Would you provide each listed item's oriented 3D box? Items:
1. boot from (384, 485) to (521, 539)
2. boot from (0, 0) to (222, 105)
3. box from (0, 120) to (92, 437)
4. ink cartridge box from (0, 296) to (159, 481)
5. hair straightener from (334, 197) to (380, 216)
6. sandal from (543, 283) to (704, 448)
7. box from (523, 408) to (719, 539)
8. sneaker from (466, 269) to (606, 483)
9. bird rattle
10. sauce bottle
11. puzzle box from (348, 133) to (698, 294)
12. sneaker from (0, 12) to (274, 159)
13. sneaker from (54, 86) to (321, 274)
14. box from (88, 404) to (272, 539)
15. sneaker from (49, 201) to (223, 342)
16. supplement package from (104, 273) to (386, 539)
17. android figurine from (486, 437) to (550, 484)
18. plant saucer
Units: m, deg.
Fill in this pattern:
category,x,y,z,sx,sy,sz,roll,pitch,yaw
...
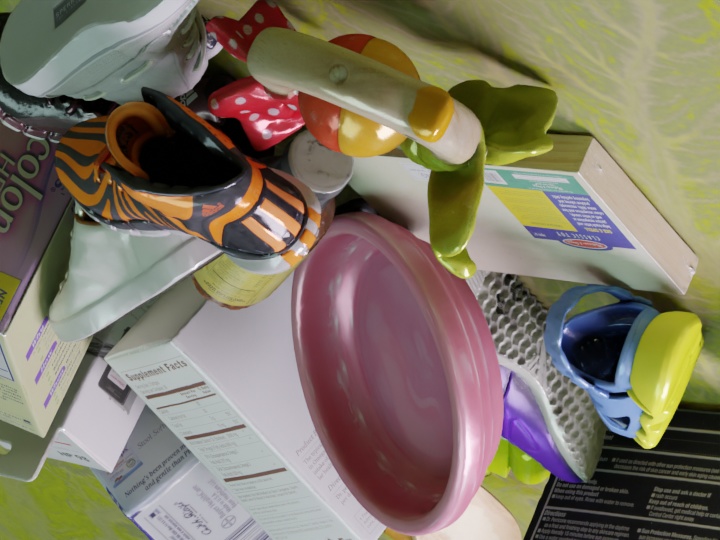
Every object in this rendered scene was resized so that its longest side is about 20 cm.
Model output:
category,x,y,z,sx,sy,sz,roll,pitch,yaw
boot,0.019,0.157,2.147,0.201,0.071,0.144,27,-176,-23
boot,-0.112,-0.146,1.558,0.095,0.074,0.200,9,159,-36
box,-0.226,-0.013,1.859,0.096,0.177,0.200,22,160,9
ink cartridge box,-0.210,0.070,2.016,0.115,0.201,0.067,9,155,40
hair straightener,0.000,0.000,1.816,0.077,0.041,0.200,15,160,28
sandal,0.156,0.051,1.685,0.087,0.080,0.200,22,168,11
box,0.211,0.203,1.839,0.199,0.199,0.123,3,153,47
sneaker,0.082,0.065,1.816,0.099,0.070,0.200,-9,134,35
bird rattle,0.002,-0.096,1.483,0.199,0.113,0.163,32,177,14
sauce bottle,-0.052,-0.034,1.689,0.066,0.066,0.200,28,153,-8
puzzle box,0.085,-0.038,1.641,0.199,0.026,0.133,7,153,41
sneaker,-0.135,-0.109,1.682,0.199,0.076,0.115,25,158,-28
sneaker,-0.118,-0.067,1.569,0.199,0.078,0.112,16,164,41
box,-0.142,0.131,2.112,0.200,0.105,0.184,49,178,40
sneaker,-0.150,-0.017,1.735,0.085,0.073,0.200,56,146,-2
supplement package,-0.052,0.084,1.911,0.200,0.117,0.117,48,154,-13
android figurine,0.054,0.096,1.999,0.181,0.041,0.200,23,162,9
plant saucer,0.026,0.059,1.714,0.200,0.051,0.202,36,135,49
